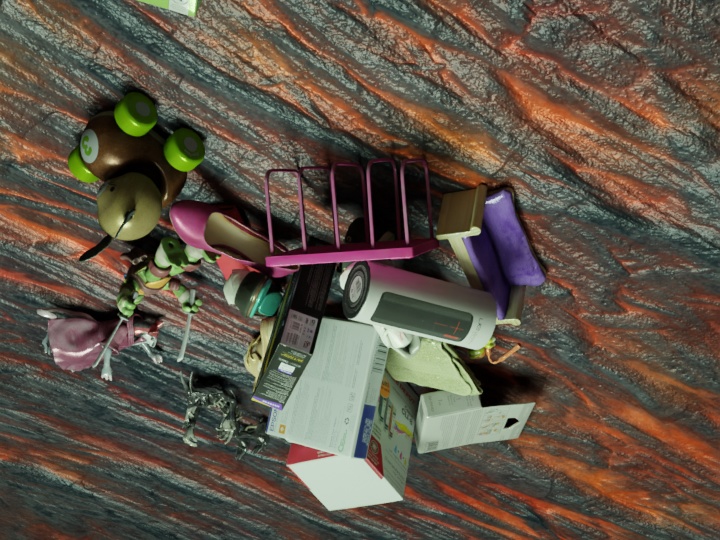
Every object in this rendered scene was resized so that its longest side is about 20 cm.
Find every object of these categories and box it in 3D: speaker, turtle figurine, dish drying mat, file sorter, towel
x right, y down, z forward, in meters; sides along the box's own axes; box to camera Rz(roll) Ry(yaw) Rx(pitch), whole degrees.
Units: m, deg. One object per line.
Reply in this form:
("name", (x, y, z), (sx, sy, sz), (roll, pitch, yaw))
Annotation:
("speaker", (0.080, 0.046, 1.541), (0.198, 0.082, 0.081), (15, 142, -24))
("turtle figurine", (-0.287, 0.039, 1.731), (0.143, 0.202, 0.194), (22, 138, -28))
("turtle figurine", (0.144, 0.080, 1.730), (0.161, 0.065, 0.199), (43, 153, -17))
("dish drying mat", (-0.185, -0.023, 1.752), (0.076, 0.018, 0.201), (-4, 137, 19))
("file sorter", (-0.013, -0.080, 1.523), (0.198, 0.139, 0.127), (-4, 95, 18))
("towel", (0.084, 0.129, 1.772), (0.199, 0.037, 0.149), (10, 145, 49))

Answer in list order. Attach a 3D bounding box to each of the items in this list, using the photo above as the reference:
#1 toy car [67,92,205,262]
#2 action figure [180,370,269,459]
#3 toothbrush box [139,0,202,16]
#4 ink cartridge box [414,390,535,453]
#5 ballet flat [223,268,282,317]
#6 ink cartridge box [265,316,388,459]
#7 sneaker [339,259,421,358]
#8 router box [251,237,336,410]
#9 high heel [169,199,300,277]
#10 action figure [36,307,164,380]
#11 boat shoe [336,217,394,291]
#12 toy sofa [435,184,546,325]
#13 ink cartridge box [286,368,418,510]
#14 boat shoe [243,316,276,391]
("toy car", (-0.323, -0.103, 1.560), (0.157, 0.201, 0.164), (35, 136, -23))
("action figure", (-0.250, 0.260, 2.031), (0.118, 0.103, 0.200), (-11, 136, 43))
("toothbrush box", (-0.230, -0.400, 1.282), (0.144, 0.087, 0.201), (16, 141, -1))
("ink cartridge box", (0.179, 0.237, 1.878), (0.174, 0.045, 0.200), (-8, 156, -5))
("ballet flat", (-0.162, 0.034, 1.692), (0.068, 0.068, 0.200), (27, 173, 5))
("ink cartridge box", (-0.049, 0.173, 1.776), (0.199, 0.202, 0.040), (7, 173, 46))
("sneaker", (0.041, 0.055, 1.611), (0.078, 0.100, 0.200), (-34, 141, 8))
("router box", (-0.094, 0.078, 1.698), (0.052, 0.201, 0.158), (20, 140, -8))
("high heel", (-0.174, -0.044, 1.631), (0.095, 0.068, 0.200), (7, 157, 43))
("action figure", (-0.414, 0.104, 1.932), (0.198, 0.134, 0.150), (-17, 89, 16))
("boat shoe", (0.002, -0.002, 1.686), (0.063, 0.074, 0.202), (31, 147, 14))
("toy sofa", (0.183, -0.018, 1.597), (0.097, 0.083, 0.201), (-6, 135, 24))
("ink cartridge box", (-0.009, 0.257, 1.879), (0.143, 0.201, 0.146), (-15, 133, 28))
("boat shoe", (-0.156, 0.146, 1.893), (0.068, 0.074, 0.201), (5, 139, 4))
